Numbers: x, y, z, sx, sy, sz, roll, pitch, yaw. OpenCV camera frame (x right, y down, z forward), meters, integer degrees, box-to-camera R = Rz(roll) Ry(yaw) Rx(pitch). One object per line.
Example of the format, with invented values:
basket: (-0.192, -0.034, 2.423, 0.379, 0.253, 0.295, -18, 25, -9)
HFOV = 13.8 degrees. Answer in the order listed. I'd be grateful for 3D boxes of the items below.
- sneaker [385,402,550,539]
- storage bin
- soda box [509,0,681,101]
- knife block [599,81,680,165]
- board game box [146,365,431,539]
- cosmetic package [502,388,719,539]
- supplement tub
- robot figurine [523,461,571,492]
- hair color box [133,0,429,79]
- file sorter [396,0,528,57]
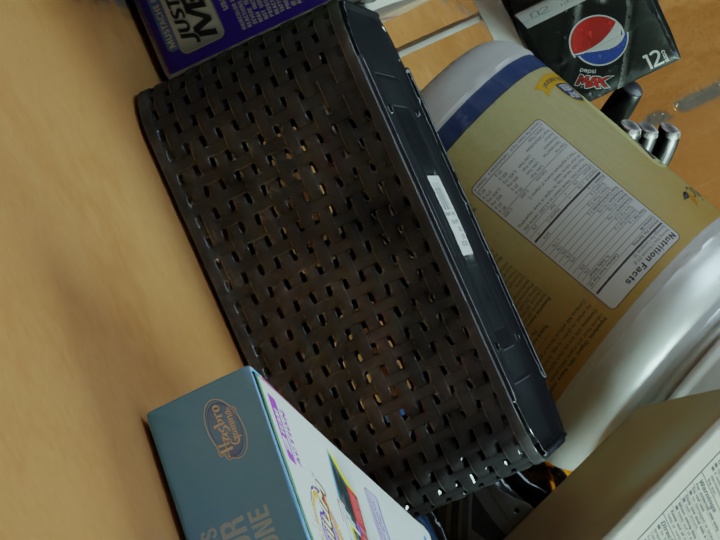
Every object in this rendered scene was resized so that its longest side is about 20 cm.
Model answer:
sneaker: (0.075, 0.140, 1.315, 0.071, 0.082, 0.200, 16, 50, -78)
storage bin: (0.000, 0.000, 1.220, 0.135, 0.093, 0.201, -10, 77, -81)
soda box: (0.109, -0.158, 1.548, 0.063, 0.071, 0.200, 60, 9, -26)
knife block: (0.103, -0.022, 1.611, 0.200, 0.175, 0.064, 52, 16, -56)
board game box: (0.001, 0.136, 1.026, 0.200, 0.040, 0.154, 49, 19, -62)
cosmetic package: (0.114, 0.142, 1.258, 0.200, 0.071, 0.106, -37, 107, -46)
supplement tub: (0.096, 0.003, 1.412, 0.200, 0.145, 0.144, 41, 5, 10)
robot figurine: (0.091, 0.156, 1.449, 0.200, 0.058, 0.145, -104, 166, -48)
hair color box: (0.005, -0.145, 1.284, 0.109, 0.199, 0.065, 5, 62, -80)
file sorter: (-0.012, -0.178, 1.518, 0.200, 0.124, 0.139, 57, 11, -44)
